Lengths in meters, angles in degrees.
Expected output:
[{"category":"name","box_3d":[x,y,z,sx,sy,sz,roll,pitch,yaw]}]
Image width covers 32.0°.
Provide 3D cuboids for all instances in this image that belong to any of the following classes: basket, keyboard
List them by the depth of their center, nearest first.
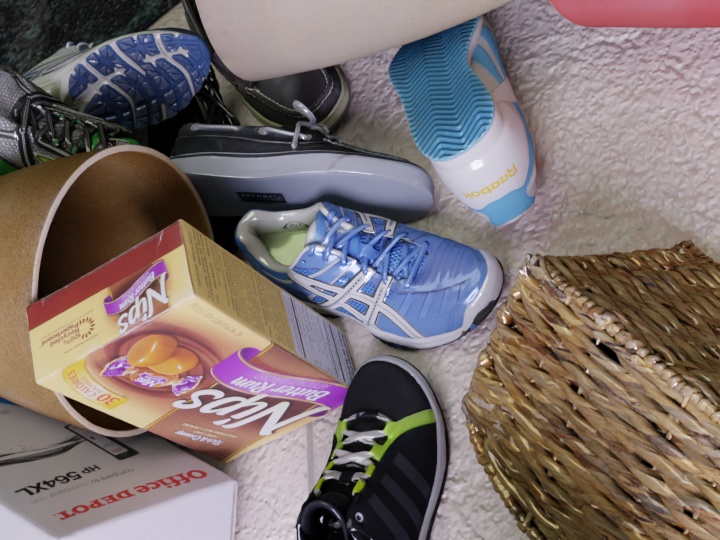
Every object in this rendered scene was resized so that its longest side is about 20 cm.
[{"category":"basket","box_3d":[0.172,0.093,0.676,0.200,0.147,0.144,43,125,40]},{"category":"keyboard","box_3d":[-0.121,-0.084,0.985,0.104,0.039,0.201,-51,47,30]}]

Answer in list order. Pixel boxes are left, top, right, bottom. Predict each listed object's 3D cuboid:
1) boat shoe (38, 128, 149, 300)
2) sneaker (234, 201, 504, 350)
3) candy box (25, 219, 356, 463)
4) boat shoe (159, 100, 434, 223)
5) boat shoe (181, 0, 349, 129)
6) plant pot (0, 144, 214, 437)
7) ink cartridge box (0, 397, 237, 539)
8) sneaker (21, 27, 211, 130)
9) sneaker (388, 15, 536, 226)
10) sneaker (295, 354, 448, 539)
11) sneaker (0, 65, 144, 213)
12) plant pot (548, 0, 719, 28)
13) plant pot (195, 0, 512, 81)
[{"category":"boat shoe","box_3d":[-0.220,-0.062,1.002,0.071,0.065,0.203,-12,61,39]},{"category":"sneaker","box_3d":[0.000,0.000,0.826,0.197,0.077,0.077,5,66,33]},{"category":"candy box","box_3d":[-0.097,0.052,0.779,0.116,0.200,0.057,-27,57,17]},{"category":"boat shoe","box_3d":[-0.042,-0.075,0.883,0.196,0.074,0.069,1,60,20]},{"category":"boat shoe","box_3d":[-0.085,-0.172,0.978,0.072,0.066,0.201,-46,50,2]},{"category":"plant pot","box_3d":[-0.229,0.010,0.866,0.197,0.186,0.189,2,66,31]},{"category":"ink cartridge box","box_3d":[-0.196,0.153,0.815,0.198,0.145,0.086,19,109,38]},{"category":"sneaker","box_3d":[-0.212,-0.151,0.985,0.197,0.078,0.086,-19,39,8]},{"category":"sneaker","box_3d":[0.071,-0.108,0.843,0.076,0.081,0.201,-28,34,19]},{"category":"sneaker","box_3d":[0.004,0.138,0.745,0.071,0.083,0.203,-10,61,27]},{"category":"sneaker","box_3d":[-0.206,-0.093,0.914,0.085,0.199,0.079,-16,52,44]},{"category":"plant pot","box_3d":[0.203,-0.235,0.762,0.176,0.200,0.203,-5,62,42]},{"category":"plant pot","box_3d":[0.012,-0.224,0.833,0.197,0.188,0.190,2,66,20]}]
